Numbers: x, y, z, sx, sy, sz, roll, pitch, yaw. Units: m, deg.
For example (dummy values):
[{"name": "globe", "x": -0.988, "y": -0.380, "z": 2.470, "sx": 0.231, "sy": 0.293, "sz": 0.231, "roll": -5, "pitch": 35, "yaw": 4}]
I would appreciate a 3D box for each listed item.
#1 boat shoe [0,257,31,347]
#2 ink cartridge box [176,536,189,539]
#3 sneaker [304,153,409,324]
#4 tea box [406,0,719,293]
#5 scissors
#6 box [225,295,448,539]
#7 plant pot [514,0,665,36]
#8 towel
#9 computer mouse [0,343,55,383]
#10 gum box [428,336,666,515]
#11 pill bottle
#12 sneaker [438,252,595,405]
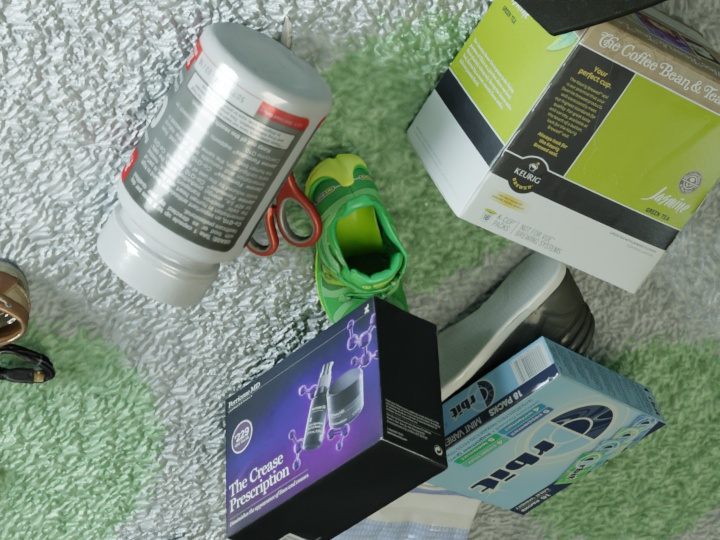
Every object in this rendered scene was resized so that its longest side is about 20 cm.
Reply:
[{"name": "boat shoe", "x": -0.351, "y": 0.031, "z": 1.606, "sx": 0.199, "sy": 0.072, "sz": 0.076, "roll": -6, "pitch": 125, "yaw": -18}, {"name": "ink cartridge box", "x": -0.217, "y": 0.344, "z": 1.833, "sx": 0.199, "sy": 0.146, "sz": 0.085, "roll": -22, "pitch": 130, "yaw": -7}, {"name": "sneaker", "x": 0.000, "y": 0.000, "z": 1.719, "sx": 0.074, "sy": 0.084, "sz": 0.201, "roll": -22, "pitch": 129, "yaw": -6}, {"name": "tea box", "x": 0.182, "y": -0.120, "z": 1.675, "sx": 0.199, "sy": 0.134, "sz": 0.197, "roll": 22, "pitch": 114, "yaw": -33}, {"name": "scissors", "x": -0.075, "y": -0.104, "z": 1.654, "sx": 0.073, "sy": 0.014, "sz": 0.201, "roll": 1, "pitch": 114, "yaw": 21}, {"name": "box", "x": -0.024, "y": 0.134, "z": 1.725, "sx": 0.079, "sy": 0.142, "sz": 0.200, "roll": 28, "pitch": 133, "yaw": -32}, {"name": "plant pot", "x": 0.158, "y": -0.294, "z": 1.515, "sx": 0.177, "sy": 0.201, "sz": 0.199, "roll": -37, "pitch": 130, "yaw": 20}, {"name": "towel", "x": 0.029, "y": 0.268, "z": 1.958, "sx": 0.146, "sy": 0.024, "sz": 0.201, "roll": 7, "pitch": 121, "yaw": -25}, {"name": "computer mouse", "x": -0.339, "y": 0.084, "z": 1.664, "sx": 0.199, "sy": 0.034, "sz": 0.059, "roll": 1, "pitch": 142, "yaw": -25}, {"name": "gum box", "x": 0.154, "y": 0.143, "z": 1.851, "sx": 0.170, "sy": 0.045, "sz": 0.200, "roll": -36, "pitch": 146, "yaw": 22}, {"name": "pill bottle", "x": -0.117, "y": -0.079, "z": 1.596, "sx": 0.113, "sy": 0.114, "sz": 0.200, "roll": 20, "pitch": 114, "yaw": -32}, {"name": "sneaker", "x": 0.127, "y": 0.081, "z": 1.834, "sx": 0.200, "sy": 0.071, "sz": 0.099, "roll": -42, "pitch": 123, "yaw": 5}]
